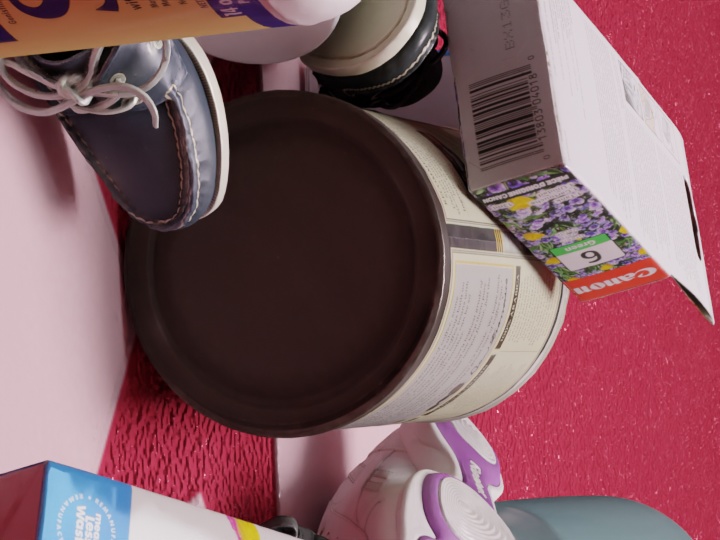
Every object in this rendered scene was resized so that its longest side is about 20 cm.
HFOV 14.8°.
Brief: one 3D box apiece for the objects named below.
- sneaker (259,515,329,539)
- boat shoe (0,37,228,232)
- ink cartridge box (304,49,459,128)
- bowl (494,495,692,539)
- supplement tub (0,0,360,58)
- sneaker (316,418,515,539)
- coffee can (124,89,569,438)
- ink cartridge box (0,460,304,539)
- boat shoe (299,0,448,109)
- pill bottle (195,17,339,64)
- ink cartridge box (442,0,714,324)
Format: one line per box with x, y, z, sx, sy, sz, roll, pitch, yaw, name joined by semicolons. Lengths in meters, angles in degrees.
-0.056;0.145;1.212;0.200;0.071;0.099;39;23;-42;sneaker
-0.108;-0.096;1.091;0.062;0.075;0.201;-65;144;-56;boat shoe
0.073;-0.056;1.472;0.200;0.144;0.084;23;65;-68;ink cartridge box
0.077;0.196;1.412;0.105;0.200;0.202;29;57;-43;bowl
-0.100;-0.147;0.938;0.145;0.199;0.146;-5;90;-70;supplement tub
0.023;0.135;1.338;0.075;0.100;0.200;46;13;-9;sneaker
0.000;0.000;1.261;0.200;0.146;0.147;5;81;-70;coffee can
-0.064;0.155;1.053;0.200;0.067;0.117;21;63;-37;ink cartridge box
0.007;-0.106;1.286;0.066;0.199;0.075;42;83;-19;boat shoe
-0.034;-0.194;1.248;0.120;0.119;0.201;66;28;-43;pill bottle
0.104;-0.050;1.291;0.200;0.050;0.109;41;37;-56;ink cartridge box
